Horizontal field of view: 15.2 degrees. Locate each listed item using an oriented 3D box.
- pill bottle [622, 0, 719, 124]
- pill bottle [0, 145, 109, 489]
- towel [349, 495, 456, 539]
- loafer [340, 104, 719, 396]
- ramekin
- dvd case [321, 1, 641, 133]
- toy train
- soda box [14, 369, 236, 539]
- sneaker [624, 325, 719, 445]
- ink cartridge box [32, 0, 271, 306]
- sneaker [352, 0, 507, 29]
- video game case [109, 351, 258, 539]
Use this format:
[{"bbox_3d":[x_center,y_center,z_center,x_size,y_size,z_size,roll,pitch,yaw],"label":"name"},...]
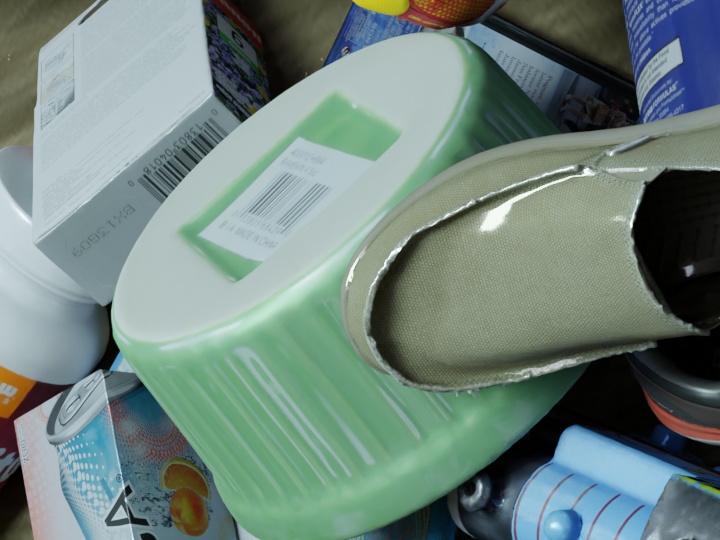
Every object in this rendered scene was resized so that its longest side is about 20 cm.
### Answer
[{"bbox_3d":[0.152,-0.108,1.000,0.112,0.112,0.200,-25,62,37],"label":"pill bottle"},{"bbox_3d":[-0.194,0.041,1.293,0.200,0.113,0.113,-51,48,21],"label":"pill bottle"},{"bbox_3d":[-0.002,0.162,1.051,0.147,0.022,0.200,126,158,-52],"label":"towel"},{"bbox_3d":[0.085,-0.009,0.896,0.200,0.076,0.068,-21,17,13],"label":"loafer"},{"bbox_3d":[0.000,0.000,1.033,0.200,0.098,0.200,-33,24,17],"label":"ramekin"},{"bbox_3d":[0.040,-0.040,1.156,0.200,0.018,0.143,33,101,46],"label":"dvd case"},{"bbox_3d":[0.116,0.104,0.967,0.200,0.114,0.087,23,93,46],"label":"toy train"},{"bbox_3d":[-0.092,0.147,1.167,0.068,0.064,0.200,-30,65,39],"label":"soda box"},{"bbox_3d":[0.181,0.024,0.931,0.200,0.082,0.077,-9,69,24],"label":"sneaker"},{"bbox_3d":[-0.098,-0.078,1.253,0.109,0.050,0.200,-39,26,15],"label":"ink cartridge box"},{"bbox_3d":[0.022,-0.194,1.036,0.073,0.077,0.200,-15,78,43],"label":"sneaker"},{"bbox_3d":[-0.064,0.063,1.212,0.143,0.018,0.200,49,118,40],"label":"video game case"}]
